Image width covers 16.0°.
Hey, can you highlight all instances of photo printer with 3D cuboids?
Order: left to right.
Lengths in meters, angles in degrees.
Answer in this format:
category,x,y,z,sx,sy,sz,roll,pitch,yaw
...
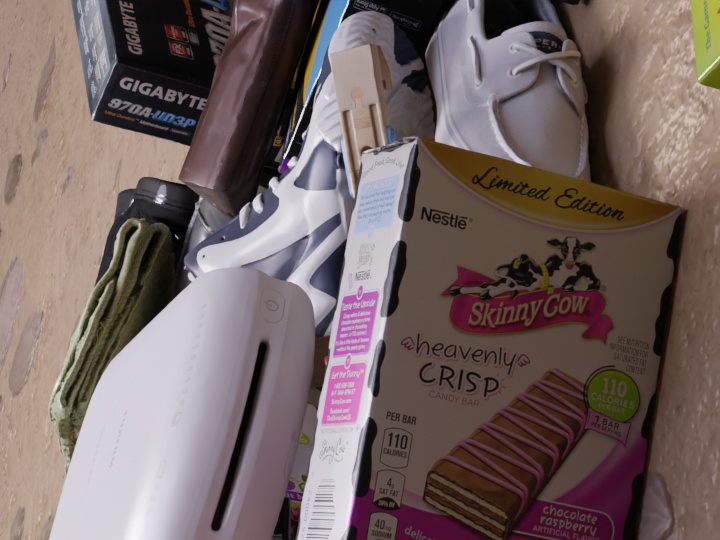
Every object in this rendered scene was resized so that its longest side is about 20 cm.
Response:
category,x,y,z,sx,sy,sz,roll,pitch,yaw
photo printer,-0.087,0.095,1.221,0.200,0.069,0.167,-39,33,61

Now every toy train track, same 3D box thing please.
category,x,y,z,sx,sy,sz,roll,pitch,yaw
toy train track,0.019,-0.007,1.220,0.115,0.033,0.200,-12,86,27

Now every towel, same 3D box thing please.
category,x,y,z,sx,sy,sz,roll,pitch,yaw
towel,-0.159,0.059,1.662,0.200,0.036,0.149,89,-158,-67

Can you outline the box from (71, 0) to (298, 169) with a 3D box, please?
category,x,y,z,sx,sy,sz,roll,pitch,yaw
box,-0.094,-0.140,1.573,0.200,0.159,0.046,-106,37,-54

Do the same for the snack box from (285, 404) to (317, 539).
category,x,y,z,sx,sy,sz,roll,pitch,yaw
snack box,-0.072,0.163,1.464,0.200,0.068,0.169,-111,39,-59

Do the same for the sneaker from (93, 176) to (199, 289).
category,x,y,z,sx,sy,sz,roll,pitch,yaw
sneaker,-0.148,-0.004,1.777,0.200,0.060,0.104,172,111,-74

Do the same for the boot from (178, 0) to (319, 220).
category,x,y,z,sx,sy,sz,roll,pitch,yaw
boot,-0.060,-0.126,1.450,0.186,0.064,0.200,-132,56,-86

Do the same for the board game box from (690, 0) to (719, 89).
category,x,y,z,sx,sy,sz,roll,pitch,yaw
board game box,0.197,-0.160,0.990,0.200,0.048,0.102,131,145,-51

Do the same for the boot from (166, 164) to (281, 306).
category,x,y,z,sx,sy,sz,roll,pitch,yaw
boot,-0.091,0.019,1.595,0.182,0.072,0.200,-115,47,-79

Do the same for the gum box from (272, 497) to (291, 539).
category,x,y,z,sx,sy,sz,roll,pitch,yaw
gum box,-0.059,0.241,1.286,0.170,0.044,0.200,-92,3,-67

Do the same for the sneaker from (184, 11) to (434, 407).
category,x,y,z,sx,sy,sz,roll,pitch,yaw
sneaker,-0.037,-0.031,1.303,0.129,0.079,0.200,1,92,37

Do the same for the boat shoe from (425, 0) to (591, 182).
category,x,y,z,sx,sy,sz,roll,pitch,yaw
boat shoe,0.079,-0.089,1.237,0.200,0.072,0.069,-93,22,-59

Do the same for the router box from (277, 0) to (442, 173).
category,x,y,z,sx,sy,sz,roll,pitch,yaw
router box,0.009,-0.150,1.400,0.200,0.051,0.149,-83,14,-62

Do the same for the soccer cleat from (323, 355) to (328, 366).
category,x,y,z,sx,sy,sz,roll,pitch,yaw
soccer cleat,0.045,0.110,1.158,0.069,0.077,0.200,7,-114,-84

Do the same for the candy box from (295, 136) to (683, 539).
category,x,y,z,sx,sy,sz,roll,pitch,yaw
candy box,0.055,0.056,1.104,0.061,0.136,0.200,-12,67,65

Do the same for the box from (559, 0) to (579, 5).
category,x,y,z,sx,sy,sz,roll,pitch,yaw
box,0.095,-0.249,1.301,0.158,0.051,0.200,-65,25,25
